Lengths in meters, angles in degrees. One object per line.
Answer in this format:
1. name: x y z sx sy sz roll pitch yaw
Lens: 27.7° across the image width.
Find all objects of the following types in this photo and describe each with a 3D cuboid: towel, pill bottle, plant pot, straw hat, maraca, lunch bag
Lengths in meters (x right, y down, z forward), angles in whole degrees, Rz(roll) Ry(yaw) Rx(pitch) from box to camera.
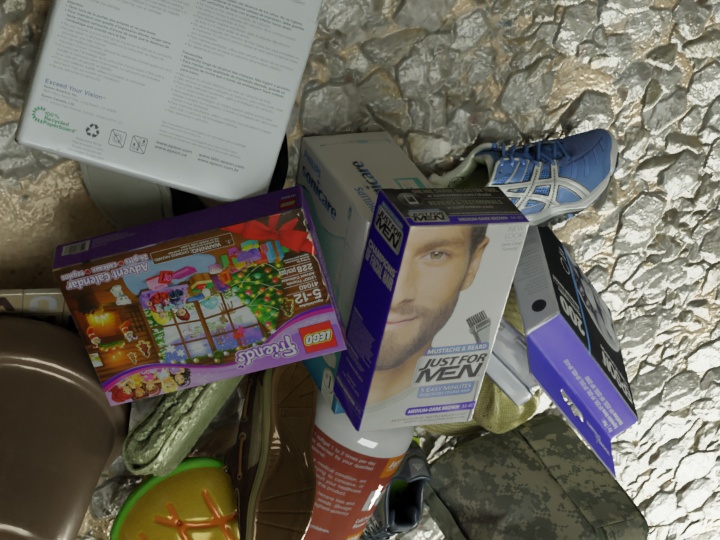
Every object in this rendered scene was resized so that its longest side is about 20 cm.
1. towel: -0.132 0.093 1.270 0.200 0.036 0.148 -55 174 -7
2. pill bottle: -0.017 0.172 1.409 0.112 0.112 0.200 11 118 -32
3. plant pot: -0.293 0.163 1.189 0.200 0.175 0.200 -1 137 -1
4. straw hat: 0.136 0.113 1.460 0.201 0.085 0.201 -13 128 -17
5. maraca: -0.180 0.260 1.395 0.137 0.107 0.200 30 105 -29
6. lunch bag: 0.169 0.260 1.508 0.168 0.200 0.139 -10 136 -29

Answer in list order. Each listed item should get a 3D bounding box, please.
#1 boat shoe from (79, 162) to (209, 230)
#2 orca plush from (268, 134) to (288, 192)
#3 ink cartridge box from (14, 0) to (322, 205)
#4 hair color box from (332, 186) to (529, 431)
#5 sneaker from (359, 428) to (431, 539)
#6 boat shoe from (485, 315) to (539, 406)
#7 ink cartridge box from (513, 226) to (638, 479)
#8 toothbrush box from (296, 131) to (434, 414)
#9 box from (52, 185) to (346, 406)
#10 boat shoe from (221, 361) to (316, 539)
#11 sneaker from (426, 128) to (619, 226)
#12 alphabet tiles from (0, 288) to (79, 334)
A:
1. boat shoe: -0.163 -0.056 1.206 0.074 0.060 0.200 -6 133 30
2. orca plush: -0.099 -0.100 1.198 0.105 0.071 0.200 -15 129 -16
3. ink cartridge box: -0.141 -0.165 1.109 0.196 0.043 0.200 16 93 -21
4. hair color box: 0.054 0.032 1.184 0.109 0.065 0.200 -3 122 -25
5. sneaker: 0.020 0.250 1.504 0.074 0.081 0.200 -1 126 -25
6. boat shoe: 0.107 0.036 1.371 0.065 0.074 0.200 -42 106 -1
7. ink cartridge box: 0.202 0.066 1.385 0.043 0.200 0.198 -24 135 19
8. toothbrush box: 0.000 0.000 1.271 0.085 0.146 0.200 -7 125 -23
9. box: -0.123 0.022 1.146 0.200 0.039 0.137 -14 122 5
10. boat shoe: -0.089 0.178 1.353 0.072 0.072 0.200 8 83 -43
11. sneaker: 0.146 -0.082 1.328 0.200 0.076 0.077 -26 135 -8
12. alphabet tiles: -0.216 0.041 1.226 0.200 0.008 0.167 -1 150 -16
